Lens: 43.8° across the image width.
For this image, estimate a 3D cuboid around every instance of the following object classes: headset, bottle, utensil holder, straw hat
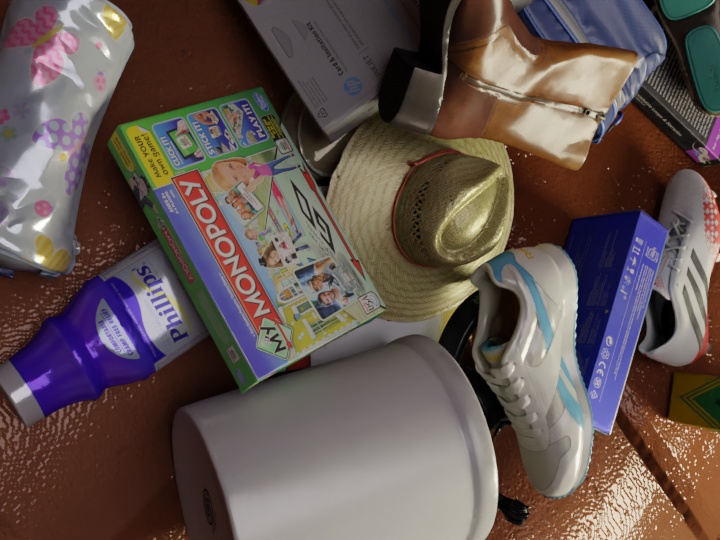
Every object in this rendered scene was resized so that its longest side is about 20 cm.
[{"bbox_3d":[0.120,0.116,0.780,0.122,0.093,0.204,-13,115,-37],"label":"headset"},{"bbox_3d":[-0.168,0.037,0.655,0.198,0.065,0.084,-34,96,-25],"label":"bottle"},{"bbox_3d":[-0.025,0.153,0.670,0.196,0.169,0.174,-12,92,-25],"label":"utensil holder"},{"bbox_3d":[0.074,-0.048,0.719,0.197,0.085,0.206,-4,97,-29],"label":"straw hat"}]

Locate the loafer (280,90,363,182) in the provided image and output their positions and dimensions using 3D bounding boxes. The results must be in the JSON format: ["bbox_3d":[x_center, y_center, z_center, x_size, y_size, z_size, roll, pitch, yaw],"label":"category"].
[{"bbox_3d":[0.006,-0.154,0.753,0.076,0.068,0.201,48,68,-23],"label":"loafer"}]

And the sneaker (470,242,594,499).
[{"bbox_3d":[0.132,0.084,0.720,0.079,0.076,0.205,-9,92,-29],"label":"sneaker"}]

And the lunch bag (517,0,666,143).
[{"bbox_3d":[0.165,-0.199,0.804,0.132,0.135,0.201,-46,105,-18],"label":"lunch bag"}]

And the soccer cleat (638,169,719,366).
[{"bbox_3d":[0.322,-0.004,0.918,0.084,0.068,0.205,4,90,-31],"label":"soccer cleat"}]

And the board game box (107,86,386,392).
[{"bbox_3d":[-0.080,-0.030,0.658,0.133,0.029,0.202,-25,82,-42],"label":"board game box"}]

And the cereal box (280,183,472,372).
[{"bbox_3d":[0.000,0.000,0.760,0.196,0.039,0.147,-8,93,-29],"label":"cereal box"}]

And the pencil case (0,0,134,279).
[{"bbox_3d":[-0.222,-0.097,0.623,0.089,0.083,0.204,14,80,-11],"label":"pencil case"}]

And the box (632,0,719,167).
[{"bbox_3d":[0.337,-0.227,0.955,0.199,0.036,0.145,36,71,-23],"label":"box"}]

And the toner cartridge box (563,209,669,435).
[{"bbox_3d":[0.216,0.047,0.842,0.043,0.095,0.203,26,76,-23],"label":"toner cartridge box"}]

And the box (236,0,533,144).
[{"bbox_3d":[0.014,-0.222,0.705,0.198,0.041,0.157,-34,79,1],"label":"box"}]

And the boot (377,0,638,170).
[{"bbox_3d":[0.132,-0.169,0.658,0.196,0.069,0.191,6,118,-27],"label":"boot"}]

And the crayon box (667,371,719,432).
[{"bbox_3d":[0.449,0.153,0.915,0.197,0.172,0.060,15,84,-26],"label":"crayon box"}]

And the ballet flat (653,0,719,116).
[{"bbox_3d":[0.337,-0.256,0.907,0.065,0.069,0.204,-44,120,-66],"label":"ballet flat"}]
